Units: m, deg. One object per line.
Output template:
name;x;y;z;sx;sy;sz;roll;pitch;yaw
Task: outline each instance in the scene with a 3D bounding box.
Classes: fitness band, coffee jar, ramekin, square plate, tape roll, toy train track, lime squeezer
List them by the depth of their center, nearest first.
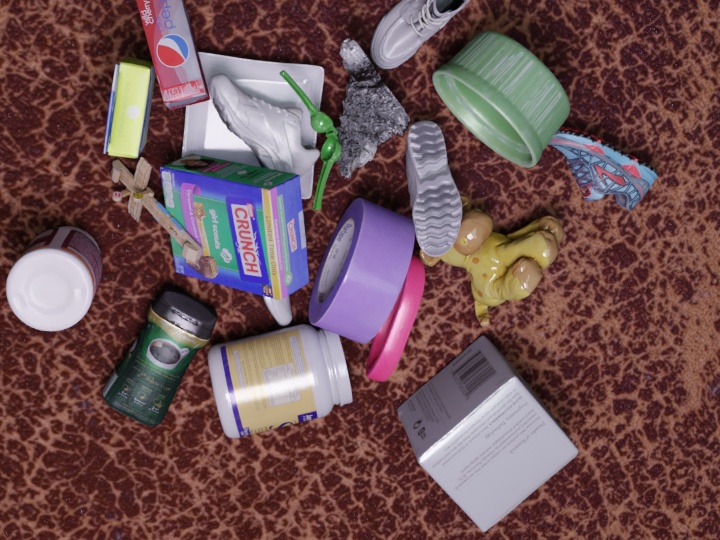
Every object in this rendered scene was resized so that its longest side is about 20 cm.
toy train track;-0.302;-0.083;1.447;0.200;0.032;0.115;44;137;18
lime squeezer;-0.065;-0.193;1.449;0.070;0.038;0.201;-17;99;-22
ramekin;0.209;-0.253;1.466;0.200;0.200;0.098;43;87;-16
tape roll;0.000;0.000;1.488;0.084;0.200;0.201;21;99;-14
square plate;-0.162;-0.214;1.499;0.198;0.028;0.200;5;102;-10
coffee jar;-0.302;0.127;1.529;0.104;0.085;0.201;30;98;-12
fitness band;0.048;0.071;1.542;0.037;0.144;0.201;17;100;-11

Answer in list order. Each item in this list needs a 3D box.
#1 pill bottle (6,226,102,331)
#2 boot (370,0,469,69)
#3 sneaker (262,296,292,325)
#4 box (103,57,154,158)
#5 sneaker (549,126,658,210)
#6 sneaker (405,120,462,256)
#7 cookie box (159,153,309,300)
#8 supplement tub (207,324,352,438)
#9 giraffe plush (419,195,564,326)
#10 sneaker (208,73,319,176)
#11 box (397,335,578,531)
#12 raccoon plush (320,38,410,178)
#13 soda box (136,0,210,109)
pill bottle;-0.424;0.004;1.419;0.113;0.200;0.115;-2;104;-8
boot;0.093;-0.375;1.465;0.073;0.096;0.200;39;95;-16
sneaker;-0.126;-0.013;1.533;0.080;0.070;0.202;-16;105;-8
box;-0.314;-0.226;1.381;0.047;0.200;0.123;8;102;-11
sneaker;0.367;-0.155;1.573;0.199;0.079;0.096;24;101;-14
sneaker;0.108;-0.120;1.515;0.074;0.082;0.202;-3;85;-4
cookie box;-0.178;-0.064;1.432;0.199;0.075;0.172;13;121;30
supplement tub;-0.122;0.164;1.536;0.199;0.145;0.146;-13;105;-5
giraffe plush;0.190;-0.035;1.553;0.162;0.173;0.200;40;129;-6
sneaker;-0.136;-0.216;1.457;0.099;0.078;0.200;-42;115;-4
box;0.193;0.250;1.581;0.200;0.199;0.171;-42;106;4
raccoon plush;-0.022;-0.233;1.468;0.134;0.097;0.200;-40;129;1
soda box;-0.267;-0.332;1.413;0.063;0.070;0.201;-14;94;-3
